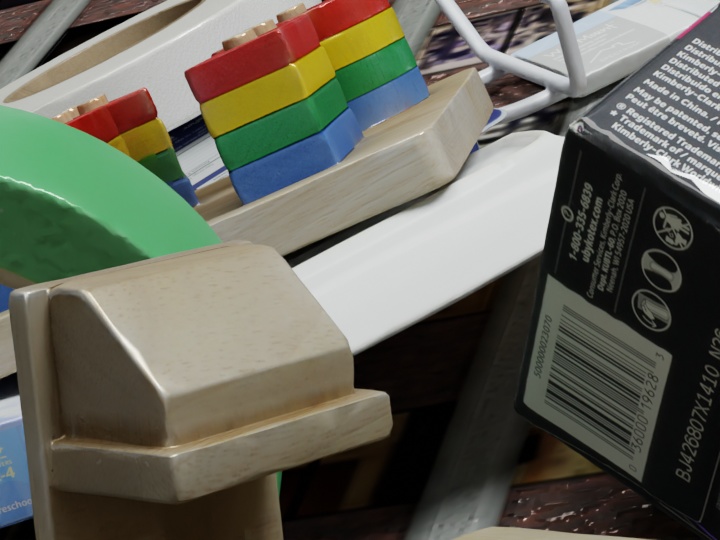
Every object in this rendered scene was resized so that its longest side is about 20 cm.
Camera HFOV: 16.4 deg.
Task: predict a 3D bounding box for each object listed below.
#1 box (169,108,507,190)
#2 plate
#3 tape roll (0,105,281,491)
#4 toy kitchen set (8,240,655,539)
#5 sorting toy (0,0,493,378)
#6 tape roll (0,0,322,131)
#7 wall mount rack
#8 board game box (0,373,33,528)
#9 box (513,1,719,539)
[{"bbox_3d":[-0.036,-0.038,1.053,0.121,0.033,0.200,-33,25,-27],"label":"box"},{"bbox_3d":[0.000,0.000,0.846,0.199,0.032,0.200,-28,5,-1],"label":"plate"},{"bbox_3d":[-0.122,0.051,0.718,0.200,0.201,0.048,-16,25,9],"label":"tape roll"},{"bbox_3d":[0.028,0.077,0.511,0.180,0.164,0.200,-1,9,42],"label":"toy kitchen set"},{"bbox_3d":[-0.063,-0.037,0.879,0.199,0.070,0.199,-24,7,10],"label":"sorting toy"},{"bbox_3d":[-0.110,-0.087,1.156,0.202,0.037,0.203,-25,12,6],"label":"tape roll"},{"bbox_3d":[0.102,-0.139,1.112,0.199,0.075,0.174,-26,24,-15],"label":"wall mount rack"},{"bbox_3d":[-0.164,0.066,0.866,0.151,0.037,0.200,-18,9,3],"label":"board game box"},{"bbox_3d":[0.149,-0.023,0.729,0.106,0.123,0.200,34,50,23],"label":"box"}]
